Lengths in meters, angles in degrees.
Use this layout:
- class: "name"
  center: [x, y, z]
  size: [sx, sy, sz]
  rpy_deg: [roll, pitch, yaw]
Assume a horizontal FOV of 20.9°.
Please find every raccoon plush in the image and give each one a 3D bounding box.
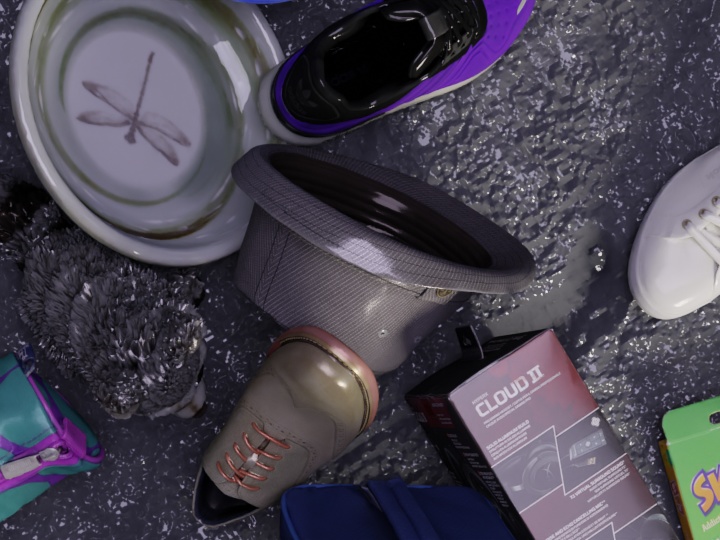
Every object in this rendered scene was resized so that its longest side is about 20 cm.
- class: "raccoon plush"
  center: [-0.170, 0.019, 1.120]
  size: [0.199, 0.134, 0.097]
  rpy_deg: [27, 92, -7]

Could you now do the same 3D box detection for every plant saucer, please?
- class: "plant saucer"
  center: [-0.128, -0.098, 1.158]
  size: [0.199, 0.050, 0.203]
  rpy_deg: [11, 72, -38]

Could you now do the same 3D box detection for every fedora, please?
- class: "fedora"
  center: [0.000, 0.000, 1.138]
  size: [0.176, 0.199, 0.091]
  rpy_deg: [33, 106, 27]

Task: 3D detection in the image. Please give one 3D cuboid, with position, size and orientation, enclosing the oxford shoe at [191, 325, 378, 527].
- class: "oxford shoe"
  center: [-0.046, 0.096, 1.100]
  size: [0.071, 0.200, 0.074]
  rpy_deg: [37, 59, 4]

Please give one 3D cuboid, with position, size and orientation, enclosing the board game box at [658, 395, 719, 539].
- class: "board game box"
  center: [0.255, 0.174, 1.229]
  size: [0.095, 0.030, 0.202]
  rpy_deg: [-15, 91, -9]

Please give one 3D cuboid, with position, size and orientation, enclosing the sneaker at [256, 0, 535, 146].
- class: "sneaker"
  center: [0.038, -0.139, 1.172]
  size: [0.199, 0.099, 0.070]
  rpy_deg: [-32, 91, -20]

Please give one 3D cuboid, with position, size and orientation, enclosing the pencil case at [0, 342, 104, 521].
- class: "pencil case"
  center: [-0.251, 0.131, 1.129]
  size: [0.199, 0.092, 0.086]
  rpy_deg: [-35, 116, -7]

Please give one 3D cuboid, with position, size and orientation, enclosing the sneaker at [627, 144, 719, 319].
- class: "sneaker"
  center: [0.244, -0.053, 1.214]
  size: [0.073, 0.085, 0.200]
  rpy_deg: [43, 84, -5]

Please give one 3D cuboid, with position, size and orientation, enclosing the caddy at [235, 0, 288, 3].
- class: "caddy"
  center: [-0.090, -0.246, 1.160]
  size: [0.199, 0.105, 0.142]
  rpy_deg: [38, 53, 4]

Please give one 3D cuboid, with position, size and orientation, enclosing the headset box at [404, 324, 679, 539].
- class: "headset box"
  center: [0.107, 0.122, 1.151]
  size: [0.077, 0.149, 0.201]
  rpy_deg: [-31, 90, -9]

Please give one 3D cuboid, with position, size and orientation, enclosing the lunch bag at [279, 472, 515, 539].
- class: "lunch bag"
  center: [0.025, 0.191, 1.068]
  size: [0.134, 0.200, 0.134]
  rpy_deg: [2, 111, -18]
